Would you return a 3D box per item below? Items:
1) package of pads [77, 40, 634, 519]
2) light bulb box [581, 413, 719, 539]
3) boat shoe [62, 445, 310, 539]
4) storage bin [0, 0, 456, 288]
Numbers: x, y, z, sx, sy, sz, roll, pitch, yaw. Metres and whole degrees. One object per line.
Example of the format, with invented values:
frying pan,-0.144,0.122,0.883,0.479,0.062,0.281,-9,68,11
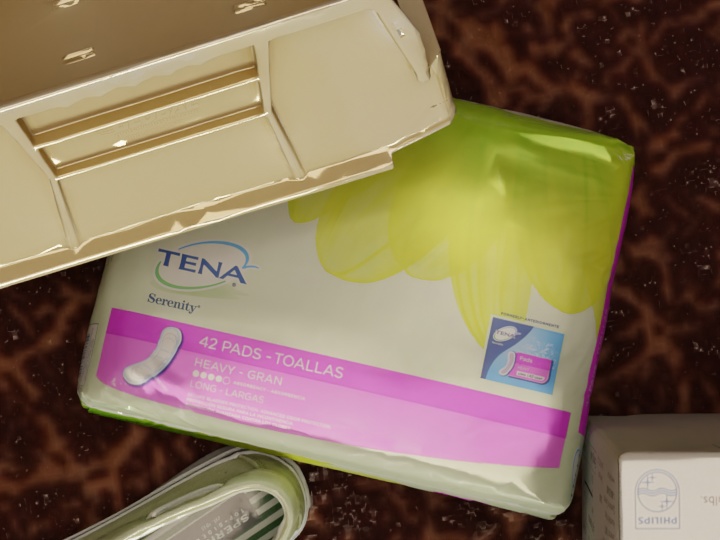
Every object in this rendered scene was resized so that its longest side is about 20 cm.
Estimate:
package of pads,0.000,0.000,0.912,0.199,0.068,0.156,12,80,1
light bulb box,0.147,0.158,0.856,0.124,0.198,0.202,-1,91,2
boat shoe,-0.108,0.136,0.925,0.200,0.062,0.072,-39,90,0
storage bin,-0.085,-0.117,0.861,0.197,0.094,0.201,-17,51,1
